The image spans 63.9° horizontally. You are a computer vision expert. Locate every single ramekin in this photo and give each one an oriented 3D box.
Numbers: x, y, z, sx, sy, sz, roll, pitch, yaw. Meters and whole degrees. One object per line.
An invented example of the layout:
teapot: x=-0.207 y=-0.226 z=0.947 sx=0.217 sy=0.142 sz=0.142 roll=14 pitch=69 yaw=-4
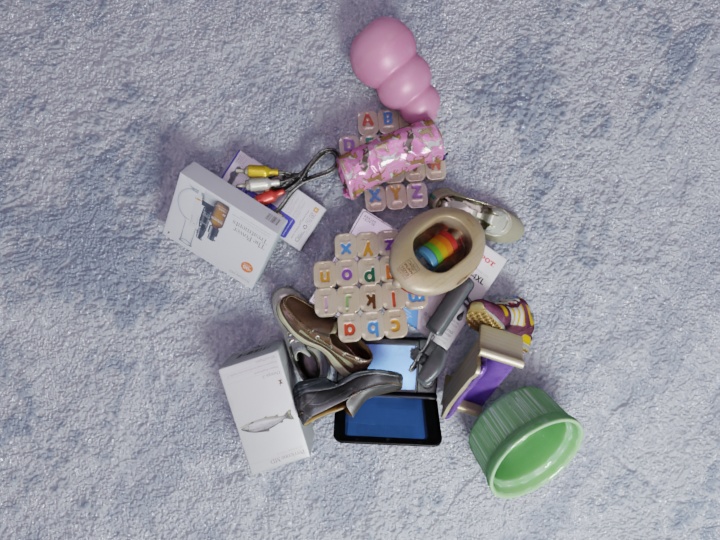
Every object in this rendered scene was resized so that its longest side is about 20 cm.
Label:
ramekin: x=0.295 y=0.309 z=1.053 sx=0.197 sy=0.098 sz=0.202 roll=-14 pitch=129 yaw=-18

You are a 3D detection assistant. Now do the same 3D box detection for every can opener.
can opener: x=0.146 y=0.102 z=1.017 sx=0.066 sy=0.053 sz=0.202 roll=29 pitch=91 yaw=13

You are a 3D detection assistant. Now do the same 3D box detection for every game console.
game console: x=0.052 y=0.218 z=1.074 sx=0.196 sy=0.116 sz=0.179 roll=3 pitch=93 yaw=-2

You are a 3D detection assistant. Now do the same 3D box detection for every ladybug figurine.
ladybug figurine: x=0.124 y=-0.026 z=0.978 sx=0.199 sy=0.072 sz=0.136 roll=-32 pitch=78 yaw=-24

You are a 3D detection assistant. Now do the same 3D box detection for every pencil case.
pencil case: x=0.052 y=-0.199 z=1.030 sx=0.197 sy=0.083 sz=0.088 roll=-22 pitch=100 yaw=-3

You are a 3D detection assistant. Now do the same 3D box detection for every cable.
cable: x=-0.124 y=-0.161 z=1.050 sx=0.197 sy=0.050 sz=0.099 roll=-15 pitch=94 yaw=0

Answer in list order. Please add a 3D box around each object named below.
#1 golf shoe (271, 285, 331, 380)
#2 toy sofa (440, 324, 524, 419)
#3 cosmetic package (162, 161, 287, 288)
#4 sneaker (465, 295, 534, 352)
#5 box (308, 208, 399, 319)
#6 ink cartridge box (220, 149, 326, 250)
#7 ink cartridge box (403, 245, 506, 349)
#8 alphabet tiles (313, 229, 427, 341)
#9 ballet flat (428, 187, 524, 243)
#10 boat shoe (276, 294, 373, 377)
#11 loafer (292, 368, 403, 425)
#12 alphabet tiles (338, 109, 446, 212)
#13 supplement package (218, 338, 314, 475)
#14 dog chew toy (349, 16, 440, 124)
golf shoe: x=-0.110 y=0.123 z=1.076 sx=0.077 sy=0.097 sz=0.202 roll=-25 pitch=92 yaw=2
toy sofa: x=0.215 y=0.197 z=1.033 sx=0.082 sy=0.201 sz=0.098 roll=17 pitch=48 yaw=-2
cosmetic package: x=-0.249 y=-0.078 z=1.047 sx=0.198 sy=0.052 sz=0.151 roll=31 pitch=131 yaw=-2
sneaker: x=0.259 y=0.079 z=1.058 sx=0.199 sy=0.074 sz=0.091 roll=37 pitch=66 yaw=-44
box: x=0.000 y=0.000 z=1.086 sx=0.116 sy=0.060 sz=0.202 roll=29 pitch=90 yaw=-3
ink cartridge box: x=-0.170 y=-0.132 z=1.091 sx=0.199 sy=0.037 sz=0.095 roll=34 pitch=91 yaw=-5
ink cartridge box: x=0.154 y=0.020 z=1.082 sx=0.145 sy=0.084 sz=0.201 roll=33 pitch=93 yaw=-2
alphabet tiles: x=0.017 y=0.025 z=1.014 sx=0.196 sy=0.015 sz=0.199 roll=-5 pitch=69 yaw=1
ballet flat: x=0.222 y=-0.101 z=1.086 sx=0.197 sy=0.069 sz=0.070 roll=19 pitch=92 yaw=-2
boat shoe: x=-0.058 y=0.106 z=1.038 sx=0.202 sy=0.075 sz=0.075 roll=40 pitch=132 yaw=-8
loafer: x=-0.018 y=0.224 z=1.017 sx=0.197 sy=0.073 sz=0.073 roll=-11 pitch=59 yaw=0
alphabet tiles: x=0.060 y=-0.210 z=1.081 sx=0.196 sy=0.015 sz=0.199 roll=-4 pitch=80 yaw=0
supplement package: x=-0.170 y=0.247 z=1.070 sx=0.115 sy=0.117 sz=0.203 roll=-17 pitch=94 yaw=-1
dog chew toy: x=0.070 y=-0.351 z=1.046 sx=0.124 sy=0.125 sz=0.201 roll=-38 pitch=99 yaw=1
